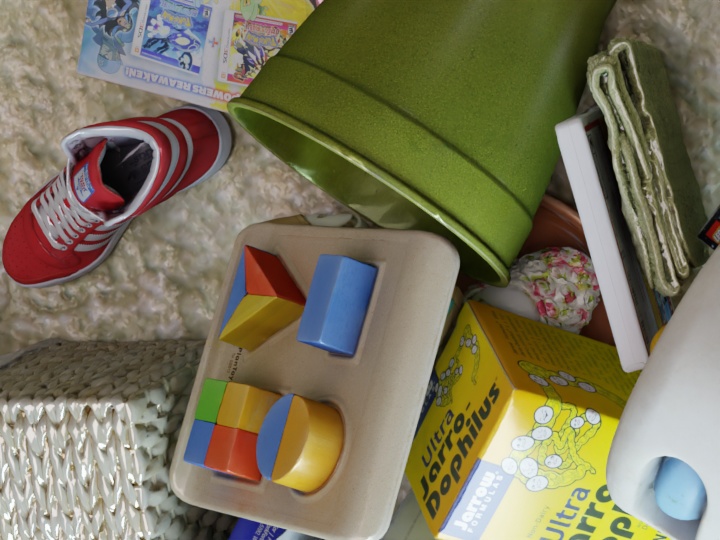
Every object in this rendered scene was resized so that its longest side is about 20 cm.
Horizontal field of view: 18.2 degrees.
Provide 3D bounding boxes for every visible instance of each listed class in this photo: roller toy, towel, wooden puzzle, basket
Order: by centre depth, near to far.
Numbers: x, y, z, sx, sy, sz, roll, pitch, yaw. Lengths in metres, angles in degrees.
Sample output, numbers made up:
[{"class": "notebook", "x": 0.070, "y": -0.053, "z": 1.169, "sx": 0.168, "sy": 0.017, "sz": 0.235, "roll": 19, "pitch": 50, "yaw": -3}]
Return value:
[{"class": "roller toy", "x": 0.219, "y": 0.066, "z": 1.199, "sx": 0.139, "sy": 0.182, "sz": 0.201, "roll": 29, "pitch": 108, "yaw": 16}, {"class": "towel", "x": 0.168, "y": -0.064, "z": 1.315, "sx": 0.036, "sy": 0.200, "sz": 0.149, "roll": -14, "pitch": 93, "yaw": 14}, {"class": "wooden puzzle", "x": -0.040, "y": 0.059, "z": 1.344, "sx": 0.200, "sy": 0.046, "sz": 0.186, "roll": 6, "pitch": 77, "yaw": 51}, {"class": "basket", "x": -0.174, "y": 0.153, "z": 1.495, "sx": 0.160, "sy": 0.200, "sz": 0.199, "roll": -5, "pitch": 98, "yaw": 21}]

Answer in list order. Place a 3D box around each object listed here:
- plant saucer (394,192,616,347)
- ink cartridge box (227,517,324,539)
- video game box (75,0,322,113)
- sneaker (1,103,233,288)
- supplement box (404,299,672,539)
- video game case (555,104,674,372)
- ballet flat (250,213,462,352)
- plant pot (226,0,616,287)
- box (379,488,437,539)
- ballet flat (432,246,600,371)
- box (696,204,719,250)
[{"class": "plant saucer", "x": 0.090, "y": 0.040, "z": 1.454, "sx": 0.199, "sy": 0.037, "sz": 0.201, "roll": 4, "pitch": 102, "yaw": 21}, {"class": "ink cartridge box", "x": -0.052, "y": 0.174, "z": 1.447, "sx": 0.039, "sy": 0.200, "sz": 0.100, "roll": 31, "pitch": 109, "yaw": 11}, {"class": "video game box", "x": -0.080, "y": -0.197, "z": 1.476, "sx": 0.199, "sy": 0.047, "sz": 0.183, "roll": 16, "pitch": 103, "yaw": 19}, {"class": "sneaker", "x": -0.187, "y": -0.046, "z": 1.510, "sx": 0.200, "sy": 0.112, "sz": 0.071, "roll": -34, "pitch": 85, "yaw": 24}, {"class": "supplement box", "x": 0.139, "y": 0.114, "z": 1.355, "sx": 0.199, "sy": 0.110, "sz": 0.109, "roll": 18, "pitch": 111, "yaw": -22}, {"class": "video game case", "x": 0.153, "y": -0.025, "z": 1.328, "sx": 0.017, "sy": 0.200, "sz": 0.144, "roll": -15, "pitch": 94, "yaw": 14}, {"class": "ballet flat", "x": 0.000, "y": 0.000, "z": 1.425, "sx": 0.063, "sy": 0.069, "sz": 0.200, "roll": -52, "pitch": 41, "yaw": -3}, {"class": "plant pot", "x": 0.055, "y": -0.124, "z": 1.353, "sx": 0.200, "sy": 0.200, "sz": 0.193, "roll": 32, "pitch": 85, "yaw": 14}, {"class": "box", "x": 0.086, "y": 0.241, "z": 1.413, "sx": 0.200, "sy": 0.152, "sz": 0.107, "roll": 31, "pitch": 110, "yaw": 4}, {"class": "ballet flat", "x": 0.062, "y": 0.052, "z": 1.414, "sx": 0.200, "sy": 0.064, "sz": 0.076, "roll": -33, "pitch": 86, "yaw": 23}, {"class": "box", "x": 0.275, "y": -0.103, "z": 1.262, "sx": 0.038, "sy": 0.137, "sz": 0.200, "roll": 37, "pitch": 133, "yaw": 6}]
